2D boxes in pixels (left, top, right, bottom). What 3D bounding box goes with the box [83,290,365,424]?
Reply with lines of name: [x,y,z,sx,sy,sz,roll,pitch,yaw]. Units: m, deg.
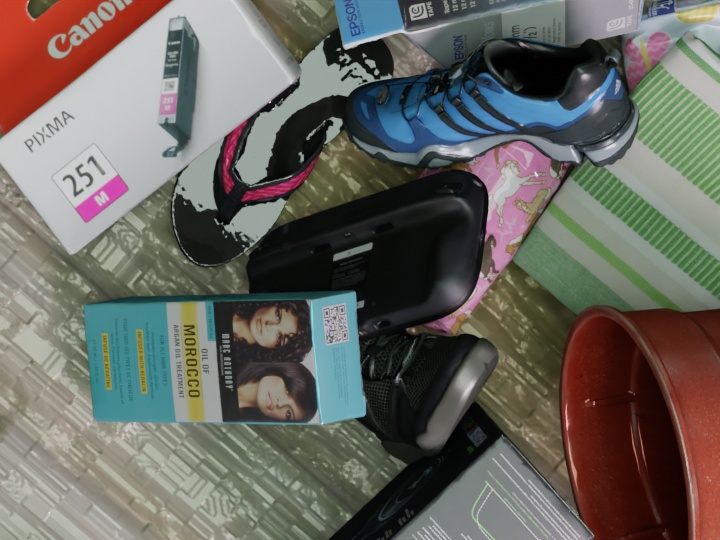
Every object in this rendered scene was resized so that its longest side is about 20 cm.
box: [-0.091,0.058,1.652,0.199,0.049,0.083,-2,94,37]

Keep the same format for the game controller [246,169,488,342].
game controller: [0.000,0.000,1.651,0.042,0.199,0.105,26,57,-43]

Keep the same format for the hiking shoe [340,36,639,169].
hiking shoe: [0.078,-0.118,1.614,0.198,0.087,0.075,-1,49,19]

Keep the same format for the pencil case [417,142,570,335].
pencil case: [0.081,-0.056,1.698,0.086,0.083,0.201,35,91,-19]

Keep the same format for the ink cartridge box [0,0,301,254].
ink cartridge box: [-0.167,-0.139,1.676,0.200,0.044,0.174,-37,96,13]

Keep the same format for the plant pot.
plant pot: [0.254,0.104,1.597,0.194,0.201,0.202,-10,94,-16]

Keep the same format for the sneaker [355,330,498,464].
sneaker: [0.022,0.064,1.644,0.114,0.199,0.076,37,76,-4]

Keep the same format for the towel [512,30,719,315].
towel: [0.213,-0.038,1.665,0.152,0.023,0.201,40,113,12]

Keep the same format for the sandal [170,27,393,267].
sandal: [-0.057,-0.088,1.705,0.075,0.045,0.200,42,90,-4]

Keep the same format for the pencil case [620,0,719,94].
pencil case: [0.237,-0.087,1.703,0.090,0.083,0.202,-10,95,20]

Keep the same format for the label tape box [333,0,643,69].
label tape box: [0.074,-0.213,1.668,0.198,0.066,0.144,-13,63,0]

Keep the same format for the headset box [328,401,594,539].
headset box: [0.042,0.196,1.663,0.200,0.174,0.093,-43,95,1]
